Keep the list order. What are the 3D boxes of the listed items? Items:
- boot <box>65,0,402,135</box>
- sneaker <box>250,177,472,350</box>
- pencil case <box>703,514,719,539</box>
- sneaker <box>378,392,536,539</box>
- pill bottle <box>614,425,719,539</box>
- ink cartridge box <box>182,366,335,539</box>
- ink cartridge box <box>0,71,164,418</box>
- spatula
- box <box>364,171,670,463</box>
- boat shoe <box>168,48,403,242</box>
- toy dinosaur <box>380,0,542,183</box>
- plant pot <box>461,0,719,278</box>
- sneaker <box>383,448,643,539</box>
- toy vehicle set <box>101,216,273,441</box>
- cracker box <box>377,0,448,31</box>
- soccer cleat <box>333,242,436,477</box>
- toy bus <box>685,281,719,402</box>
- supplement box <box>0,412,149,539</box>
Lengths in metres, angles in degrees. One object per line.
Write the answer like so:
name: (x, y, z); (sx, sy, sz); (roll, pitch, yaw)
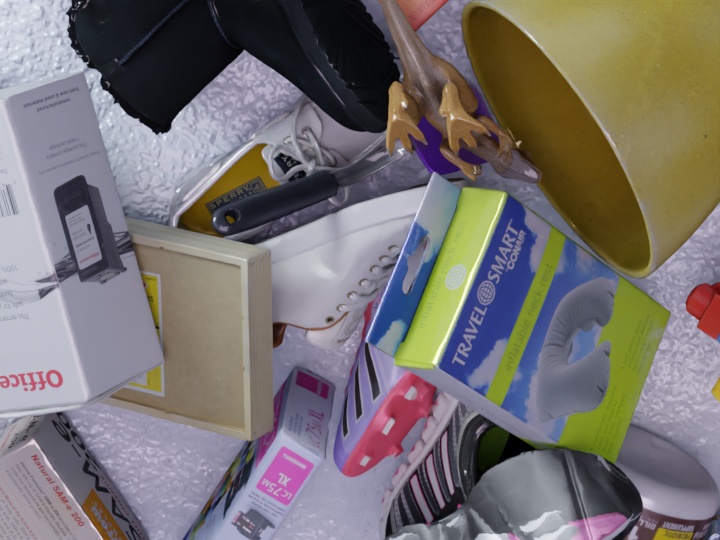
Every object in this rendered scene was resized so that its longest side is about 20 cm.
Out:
boot: (-0.084, -0.139, 1.477); (0.162, 0.073, 0.198); (-33, 95, 32)
sneaker: (0.000, 0.000, 1.521); (0.200, 0.073, 0.085); (-22, 87, 36)
pencil case: (0.310, 0.236, 1.598); (0.200, 0.083, 0.091); (22, 100, -4)
sneaker: (0.074, 0.148, 1.570); (0.074, 0.087, 0.200); (9, 114, -31)
pill bottle: (0.155, 0.210, 1.586); (0.109, 0.109, 0.200); (21, 109, -3)
ink cartridge box: (-0.084, 0.171, 1.583); (0.042, 0.119, 0.200); (28, 108, -7)
ink cartridge box: (-0.226, -0.013, 1.511); (0.145, 0.083, 0.200); (-8, 102, 36)
spatula: (-0.003, -0.063, 1.483); (0.200, 0.021, 0.057); (-24, 76, -14)
box: (0.103, 0.035, 1.471); (0.200, 0.048, 0.122); (33, 73, -38)
boat shoe: (-0.041, -0.071, 1.518); (0.202, 0.086, 0.075); (-28, 105, 13)
toy dinosaur: (0.040, -0.117, 1.445); (0.060, 0.106, 0.200); (-26, 115, 17)
plant pot: (0.177, -0.116, 1.449); (0.142, 0.200, 0.200); (-33, 104, -9)
sneaker: (0.100, 0.175, 1.512); (0.200, 0.080, 0.086); (-25, 151, 32)
toy vehicle set: (-0.146, 0.030, 1.542); (0.200, 0.027, 0.124); (12, 112, 30)
cracker box: (0.013, -0.266, 1.465); (0.134, 0.058, 0.200); (-42, 100, 15)
soccer cleat: (0.025, 0.046, 1.573); (0.076, 0.067, 0.200); (38, 116, 24)
toy bus: (0.311, 0.056, 1.512); (0.192, 0.200, 0.136); (36, 110, 30)
supplement box: (-0.264, 0.197, 1.628); (0.200, 0.074, 0.126); (-29, 104, 13)
